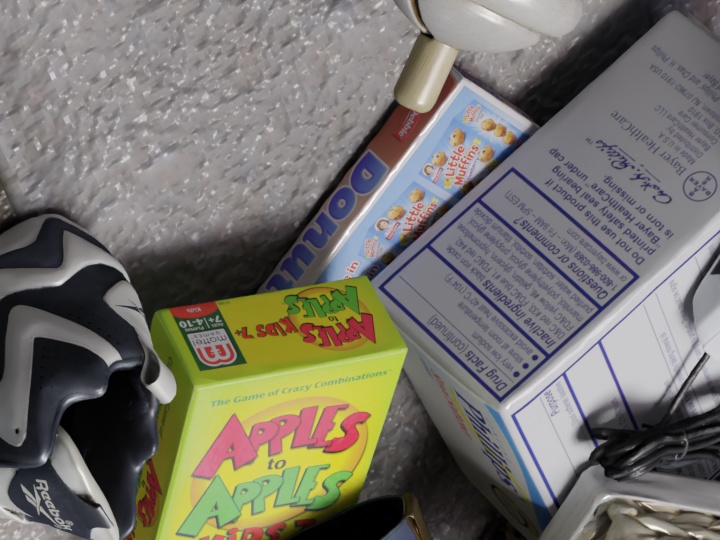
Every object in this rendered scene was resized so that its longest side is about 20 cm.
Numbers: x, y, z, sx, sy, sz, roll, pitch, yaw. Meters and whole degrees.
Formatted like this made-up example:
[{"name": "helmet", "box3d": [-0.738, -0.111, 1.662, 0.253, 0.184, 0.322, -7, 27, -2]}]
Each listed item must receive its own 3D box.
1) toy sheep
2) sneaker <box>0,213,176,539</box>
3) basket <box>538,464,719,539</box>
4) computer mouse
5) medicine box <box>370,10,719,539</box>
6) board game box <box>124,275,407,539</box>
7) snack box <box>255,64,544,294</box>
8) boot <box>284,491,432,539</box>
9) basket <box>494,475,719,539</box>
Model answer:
[{"name": "toy sheep", "box3d": [0.058, -0.157, 1.155, 0.138, 0.138, 0.201, 20, 104, -45]}, {"name": "sneaker", "box3d": [-0.155, 0.082, 1.169, 0.199, 0.130, 0.080, -39, 137, -7]}, {"name": "basket", "box3d": [0.174, 0.187, 1.324, 0.199, 0.124, 0.136, 11, 120, -32]}, {"name": "computer mouse", "box3d": [0.182, 0.011, 1.268, 0.109, 0.044, 0.201, 5, 120, -48]}, {"name": "medicine box", "box3d": [0.126, 0.017, 1.342, 0.200, 0.103, 0.182, -41, 145, -9]}, {"name": "board game box", "box3d": [-0.054, 0.095, 1.286, 0.101, 0.048, 0.201, -9, 139, -25]}, {"name": "snack box", "box3d": [0.000, 0.000, 1.307, 0.200, 0.024, 0.072, -53, 139, 8]}, {"name": "boot", "box3d": [-0.045, 0.165, 1.299, 0.199, 0.075, 0.097, -19, 119, 0]}, {"name": "basket", "box3d": [0.186, 0.156, 1.489, 0.200, 0.143, 0.149, 25, 105, -47]}]
